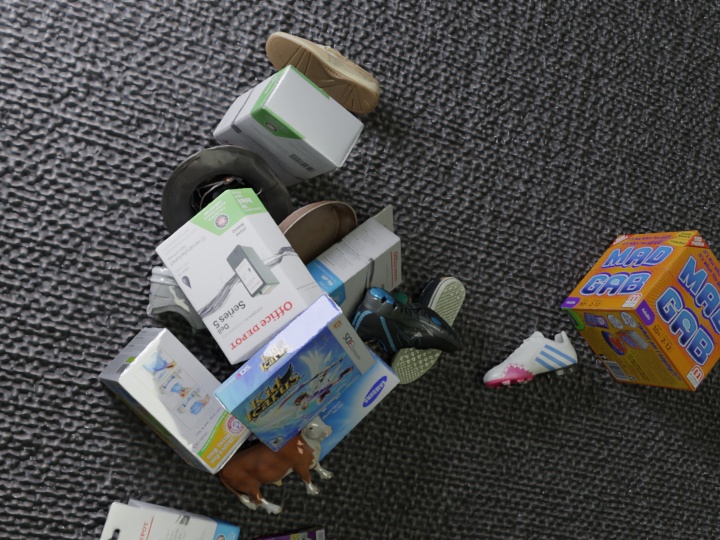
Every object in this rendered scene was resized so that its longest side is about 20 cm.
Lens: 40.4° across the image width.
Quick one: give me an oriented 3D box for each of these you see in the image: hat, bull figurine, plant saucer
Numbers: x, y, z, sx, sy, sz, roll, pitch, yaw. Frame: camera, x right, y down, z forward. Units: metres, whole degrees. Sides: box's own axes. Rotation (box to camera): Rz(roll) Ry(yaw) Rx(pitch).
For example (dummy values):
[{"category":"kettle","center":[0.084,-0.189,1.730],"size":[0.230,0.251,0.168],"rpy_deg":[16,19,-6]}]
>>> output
[{"category":"hat","center":[-0.203,-0.101,1.463],"size":[0.200,0.081,0.201],"rpy_deg":[-6,115,-14]},{"category":"bull figurine","center":[-0.115,0.289,1.473],"size":[0.200,0.065,0.122],"rpy_deg":[-26,103,15]},{"category":"plant saucer","center":[-0.088,-0.029,1.496],"size":[0.200,0.200,0.034],"rpy_deg":[-37,60,-23]}]

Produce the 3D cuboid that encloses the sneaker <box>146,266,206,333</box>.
[{"category":"sneaker","center":[-0.226,0.058,1.469],"size":[0.200,0.075,0.082],"rpy_deg":[19,89,-15]}]

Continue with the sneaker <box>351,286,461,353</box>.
[{"category":"sneaker","center":[0.072,0.093,1.546],"size":[0.200,0.073,0.082],"rpy_deg":[25,108,-29]}]

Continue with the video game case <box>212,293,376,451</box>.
[{"category":"video game case","center":[-0.085,0.147,1.356],"size":[0.200,0.045,0.181],"rpy_deg":[-42,148,-6]}]

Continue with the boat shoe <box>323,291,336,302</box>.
[{"category":"boat shoe","center":[-0.080,0.106,1.462],"size":[0.067,0.200,0.057],"rpy_deg":[-25,71,-35]}]

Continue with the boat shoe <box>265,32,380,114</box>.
[{"category":"boat shoe","center":[-0.059,-0.322,1.565],"size":[0.200,0.071,0.065],"rpy_deg":[30,40,-15]}]

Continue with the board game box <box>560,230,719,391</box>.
[{"category":"board game box","center":[0.534,0.071,1.771],"size":[0.200,0.200,0.200],"rpy_deg":[-46,109,-20]}]

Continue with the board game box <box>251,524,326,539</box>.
[{"category":"board game box","center":[-0.105,0.510,1.532],"size":[0.120,0.032,0.200],"rpy_deg":[-3,89,-31]}]

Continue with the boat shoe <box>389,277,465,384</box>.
[{"category":"boat shoe","center":[0.106,0.098,1.634],"size":[0.075,0.062,0.200],"rpy_deg":[27,92,-28]}]

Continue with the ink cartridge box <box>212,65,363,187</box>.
[{"category":"ink cartridge box","center":[-0.112,-0.208,1.456],"size":[0.146,0.200,0.084],"rpy_deg":[37,70,-22]}]

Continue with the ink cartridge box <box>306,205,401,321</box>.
[{"category":"ink cartridge box","center":[0.000,0.000,1.538],"size":[0.200,0.067,0.116],"rpy_deg":[-38,149,-22]}]

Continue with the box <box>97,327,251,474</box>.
[{"category":"box","center":[-0.263,0.187,1.413],"size":[0.200,0.112,0.101],"rpy_deg":[49,67,-18]}]

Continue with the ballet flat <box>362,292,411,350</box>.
[{"category":"ballet flat","center":[0.007,0.116,1.588],"size":[0.200,0.068,0.075],"rpy_deg":[-36,126,-18]}]

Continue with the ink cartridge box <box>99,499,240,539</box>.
[{"category":"ink cartridge box","center":[-0.289,0.404,1.419],"size":[0.200,0.067,0.116],"rpy_deg":[21,80,-25]}]

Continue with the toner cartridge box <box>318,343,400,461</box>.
[{"category":"toner cartridge box","center":[-0.043,0.206,1.524],"size":[0.200,0.043,0.095],"rpy_deg":[-46,110,3]}]

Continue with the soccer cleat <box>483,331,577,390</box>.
[{"category":"soccer cleat","center":[0.294,0.156,1.731],"size":[0.200,0.070,0.087],"rpy_deg":[-8,76,-29]}]

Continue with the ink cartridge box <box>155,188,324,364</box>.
[{"category":"ink cartridge box","center":[-0.165,0.007,1.368],"size":[0.145,0.084,0.200],"rpy_deg":[-37,84,18]}]
